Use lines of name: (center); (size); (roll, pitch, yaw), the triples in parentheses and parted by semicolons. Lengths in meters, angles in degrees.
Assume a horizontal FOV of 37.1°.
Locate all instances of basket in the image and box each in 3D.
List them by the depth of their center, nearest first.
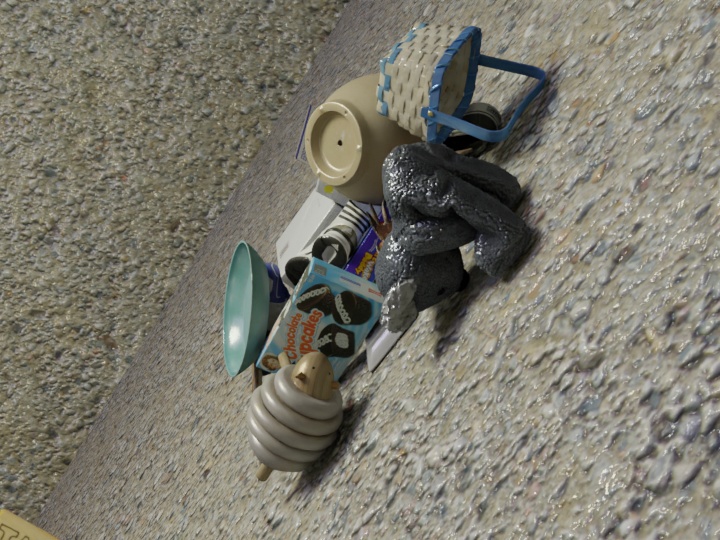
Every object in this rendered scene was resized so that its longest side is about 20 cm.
basket: (0.134, -0.250, 1.453); (0.177, 0.198, 0.141); (-48, -33, -43)

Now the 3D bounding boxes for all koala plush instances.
koala plush: (0.079, -0.033, 1.296); (0.178, 0.182, 0.201); (-84, 19, -60)

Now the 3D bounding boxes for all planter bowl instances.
planter bowl: (0.003, -0.189, 1.574); (0.134, 0.202, 0.200); (-10, -25, -45)

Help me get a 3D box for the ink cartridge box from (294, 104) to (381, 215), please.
ink cartridge box: (-0.017, -0.167, 1.755); (0.047, 0.198, 0.199); (-57, 13, 31)

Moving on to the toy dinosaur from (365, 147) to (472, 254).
toy dinosaur: (0.078, -0.102, 1.500); (0.135, 0.086, 0.202); (-3, 57, 55)

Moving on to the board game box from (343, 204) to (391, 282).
board game box: (0.000, 0.000, 1.607); (0.201, 0.044, 0.134); (-57, 2, -3)

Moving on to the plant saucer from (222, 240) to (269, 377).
plant saucer: (-0.168, 0.058, 1.597); (0.200, 0.035, 0.203); (-175, 90, -73)

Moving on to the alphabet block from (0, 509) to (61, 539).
alphabet block: (-0.815, 0.707, 2.500); (0.195, 0.199, 0.198); (-39, 23, 46)

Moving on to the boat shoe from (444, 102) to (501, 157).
boat shoe: (0.129, -0.187, 1.590); (0.199, 0.070, 0.064); (-27, 32, 59)

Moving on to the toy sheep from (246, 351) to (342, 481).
toy sheep: (-0.090, 0.195, 1.416); (0.138, 0.136, 0.202); (-94, 25, -65)

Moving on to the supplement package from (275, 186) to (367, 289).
supplement package: (-0.053, -0.047, 1.799); (0.156, 0.110, 0.200); (-53, 15, 11)

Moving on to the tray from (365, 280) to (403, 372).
tray: (0.032, 0.053, 1.508); (0.108, 0.022, 0.201); (-53, 16, 18)

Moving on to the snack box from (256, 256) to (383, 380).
snack box: (-0.055, 0.081, 1.483); (0.037, 0.115, 0.201); (-81, 18, -50)

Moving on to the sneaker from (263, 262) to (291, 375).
sneaker: (-0.111, 0.073, 1.700); (0.081, 0.113, 0.202); (-111, 17, -53)

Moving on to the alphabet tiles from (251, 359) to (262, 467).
alphabet tiles: (-0.161, 0.191, 1.669); (0.200, 0.007, 0.170); (-117, 26, -69)

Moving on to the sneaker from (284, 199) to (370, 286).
sneaker: (-0.037, -0.035, 1.637); (0.115, 0.076, 0.200); (-48, 5, -31)
